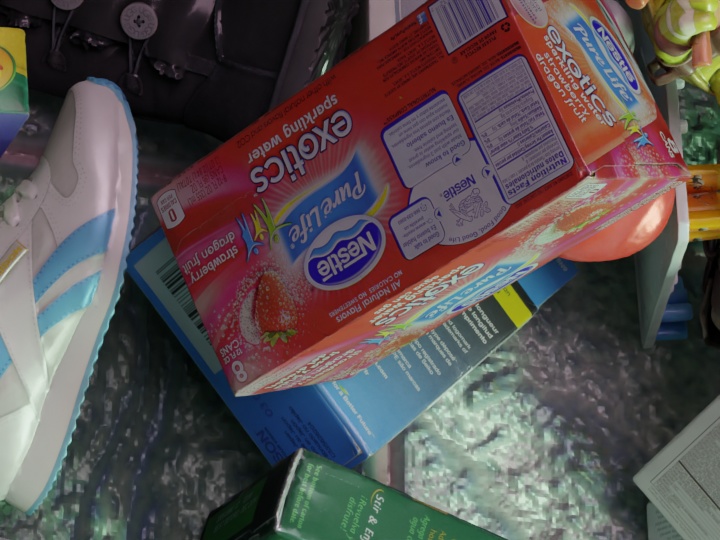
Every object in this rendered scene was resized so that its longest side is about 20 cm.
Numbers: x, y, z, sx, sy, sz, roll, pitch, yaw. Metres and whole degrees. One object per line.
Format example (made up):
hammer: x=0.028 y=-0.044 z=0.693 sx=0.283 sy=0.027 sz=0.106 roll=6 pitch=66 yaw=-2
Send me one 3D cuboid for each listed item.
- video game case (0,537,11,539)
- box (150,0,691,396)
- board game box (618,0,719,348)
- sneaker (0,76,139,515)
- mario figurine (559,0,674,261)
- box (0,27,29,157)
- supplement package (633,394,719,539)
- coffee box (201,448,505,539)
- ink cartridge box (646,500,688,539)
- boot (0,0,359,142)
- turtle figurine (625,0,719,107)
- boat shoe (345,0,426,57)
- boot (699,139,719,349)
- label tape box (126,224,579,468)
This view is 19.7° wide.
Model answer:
video game case: x=-0.161 y=0.193 z=0.871 sx=0.200 sy=0.022 sz=0.182 roll=16 pitch=46 yaw=-6
box: x=0.022 y=-0.035 z=0.873 sx=0.095 sy=0.200 sz=0.100 roll=-3 pitch=66 yaw=-55
board game box: x=0.157 y=-0.081 z=1.059 sx=0.026 sy=0.200 sz=0.200 roll=-3 pitch=73 yaw=2
sneaker: x=-0.154 y=0.006 z=0.934 sx=0.081 sy=0.077 sz=0.200 roll=17 pitch=87 yaw=-14
mario figurine: x=0.088 y=-0.071 z=0.986 sx=0.106 sy=0.200 sz=0.124 roll=-13 pitch=106 yaw=8
box: x=-0.257 y=-0.071 z=0.916 sx=0.200 sy=0.117 sz=0.048 roll=2 pitch=72 yaw=-23
supplement package: x=0.270 y=0.079 z=1.010 sx=0.152 sy=0.200 sz=0.151 roll=-32 pitch=75 yaw=-37
coffee box: x=0.032 y=0.153 z=0.960 sx=0.200 sy=0.123 sz=0.044 roll=25 pitch=62 yaw=-13
ink cartridge box: x=0.248 y=0.221 z=1.086 sx=0.196 sy=0.043 sz=0.200 roll=7 pitch=69 yaw=-22
boot: x=-0.100 y=-0.152 z=0.971 sx=0.200 sy=0.066 sz=0.165 roll=20 pitch=98 yaw=11
turtle figurine: x=0.157 y=-0.096 z=0.912 sx=0.161 sy=0.064 sz=0.200 roll=53 pitch=25 yaw=-10
boat shoe: x=0.031 y=-0.128 z=1.043 sx=0.071 sy=0.070 sz=0.201 roll=9 pitch=35 yaw=-3
boot: x=0.215 y=-0.027 z=1.109 sx=0.070 sy=0.200 sz=0.146 roll=11 pitch=90 yaw=15
label tape box: x=0.000 y=0.000 z=1.029 sx=0.144 sy=0.063 sz=0.200 roll=54 pitch=44 yaw=0
